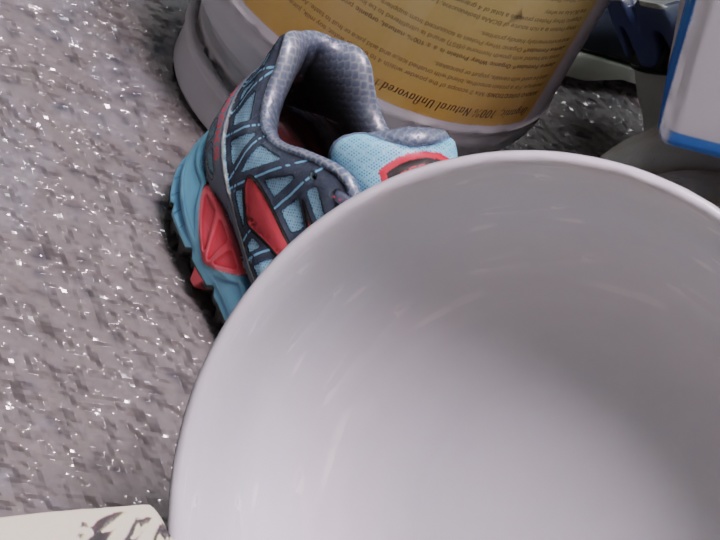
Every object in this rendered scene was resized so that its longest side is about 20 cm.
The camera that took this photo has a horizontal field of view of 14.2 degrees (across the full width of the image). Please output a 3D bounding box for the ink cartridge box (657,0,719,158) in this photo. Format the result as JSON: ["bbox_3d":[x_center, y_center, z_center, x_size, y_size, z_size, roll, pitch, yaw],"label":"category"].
[{"bbox_3d":[0.183,-0.101,0.950,0.144,0.085,0.200,14,29,3],"label":"ink cartridge box"}]

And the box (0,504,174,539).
[{"bbox_3d":[-0.046,0.155,0.688,0.068,0.082,0.200,-2,46,-42],"label":"box"}]

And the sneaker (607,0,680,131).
[{"bbox_3d":[0.176,-0.046,1.092,0.080,0.116,0.199,-18,23,-34],"label":"sneaker"}]

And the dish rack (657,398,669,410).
[{"bbox_3d":[0.133,0.076,0.843,0.153,0.201,0.055,36,9,9],"label":"dish rack"}]

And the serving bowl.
[{"bbox_3d":[0.049,0.070,0.801,0.200,0.200,0.066,41,5,16],"label":"serving bowl"}]

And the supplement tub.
[{"bbox_3d":[0.027,-0.132,1.026,0.144,0.201,0.145,21,32,-14],"label":"supplement tub"}]

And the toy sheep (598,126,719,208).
[{"bbox_3d":[0.118,0.010,0.973,0.137,0.138,0.200,32,22,2],"label":"toy sheep"}]

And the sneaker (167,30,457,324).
[{"bbox_3d":[0.000,0.000,0.921,0.079,0.096,0.200,1,42,-37],"label":"sneaker"}]

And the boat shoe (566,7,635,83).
[{"bbox_3d":[0.132,-0.116,1.219,0.199,0.062,0.075,9,36,-31],"label":"boat shoe"}]
